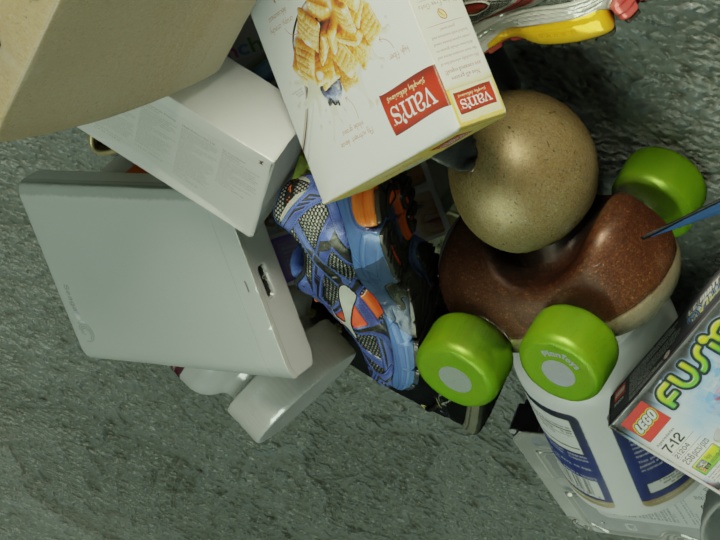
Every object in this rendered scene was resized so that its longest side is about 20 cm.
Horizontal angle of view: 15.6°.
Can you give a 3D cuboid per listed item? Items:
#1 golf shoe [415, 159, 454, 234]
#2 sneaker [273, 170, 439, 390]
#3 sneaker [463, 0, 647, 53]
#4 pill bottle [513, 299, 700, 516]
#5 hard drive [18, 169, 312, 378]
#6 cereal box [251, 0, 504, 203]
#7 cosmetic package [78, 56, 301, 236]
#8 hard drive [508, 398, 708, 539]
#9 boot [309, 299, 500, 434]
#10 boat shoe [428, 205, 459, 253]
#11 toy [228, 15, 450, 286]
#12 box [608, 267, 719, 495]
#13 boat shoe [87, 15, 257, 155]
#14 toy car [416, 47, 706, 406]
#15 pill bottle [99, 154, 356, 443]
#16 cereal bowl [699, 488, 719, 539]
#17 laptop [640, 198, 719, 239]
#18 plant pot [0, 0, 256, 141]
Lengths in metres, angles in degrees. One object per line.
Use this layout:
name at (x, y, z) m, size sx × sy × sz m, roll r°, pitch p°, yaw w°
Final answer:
golf shoe at (-0.035, -0.077, 1.661) m, size 0.199 × 0.079 × 0.098 m, roll 12°, pitch 144°, yaw 20°
sneaker at (0.000, 0.000, 1.572) m, size 0.078 × 0.076 × 0.201 m, roll 6°, pitch 143°, yaw 17°
sneaker at (0.062, -0.166, 1.435) m, size 0.199 × 0.078 × 0.082 m, roll -11°, pitch 133°, yaw 35°
pill bottle at (0.161, 0.064, 1.704) m, size 0.110 × 0.112 × 0.200 m, roll 10°, pitch 149°, yaw 27°
hard drive at (-0.125, 0.000, 1.663) m, size 0.199 × 0.026 × 0.133 m, roll 3°, pitch 121°, yaw 44°
cereal box at (-0.008, -0.150, 1.410) m, size 0.144 × 0.039 × 0.201 m, roll -27°, pitch 83°, yaw 56°
cosmetic package at (-0.127, -0.108, 1.517) m, size 0.199 × 0.051 × 0.083 m, roll 33°, pitch 149°, yaw 7°
hard drive at (0.220, 0.148, 1.885) m, size 0.199 × 0.038 × 0.140 m, roll 5°, pitch 146°, yaw 34°
boot at (0.027, 0.047, 1.784) m, size 0.153 × 0.074 × 0.204 m, roll 27°, pitch 174°, yaw 1°
boat shoe at (0.023, -0.013, 1.728) m, size 0.199 × 0.067 × 0.074 m, roll 20°, pitch 152°, yaw 10°
toy at (-0.025, -0.072, 1.571) m, size 0.114 × 0.047 × 0.201 m, roll -18°, pitch 129°, yaw 6°
box at (0.249, 0.046, 1.580) m, size 0.110 × 0.035 × 0.200 m, roll 30°, pitch 122°, yaw -11°
boat shoe at (-0.109, -0.129, 1.586) m, size 0.072 × 0.076 × 0.200 m, roll 43°, pitch 139°, yaw 6°
toy car at (0.084, -0.049, 1.530) m, size 0.157 × 0.165 × 0.200 m, roll -6°, pitch 130°, yaw 43°
pill bottle at (-0.102, 0.012, 1.760) m, size 0.200 × 0.109 × 0.110 m, roll 48°, pitch 153°, yaw 6°
cereal bowl at (0.328, 0.154, 1.741) m, size 0.199 × 0.084 × 0.201 m, roll 12°, pitch 148°, yaw 7°
laptop at (0.294, -0.023, 1.407) m, size 0.200 × 0.116 × 0.187 m, roll 42°, pitch 140°, yaw -18°
plant pot at (-0.166, -0.185, 1.360) m, size 0.200 × 0.177 × 0.200 m, roll 43°, pitch 139°, yaw 7°
